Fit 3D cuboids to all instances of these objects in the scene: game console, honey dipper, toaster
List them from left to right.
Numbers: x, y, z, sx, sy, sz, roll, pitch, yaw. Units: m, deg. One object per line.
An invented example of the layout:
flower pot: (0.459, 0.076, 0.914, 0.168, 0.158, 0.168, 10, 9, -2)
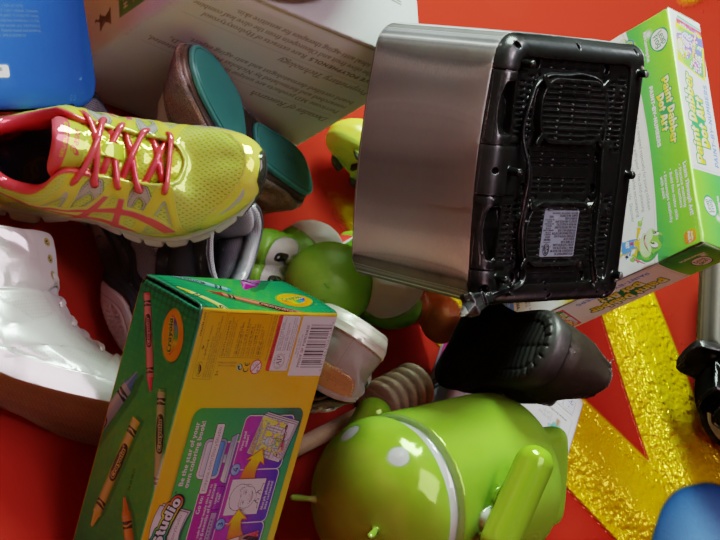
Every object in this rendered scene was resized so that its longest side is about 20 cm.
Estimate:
game console: (-0.284, -0.174, 1.563, 0.200, 0.118, 0.171, -6, 86, -46)
honey dipper: (-0.022, 0.112, 1.709, 0.200, 0.038, 0.038, -26, 88, -47)
toaster: (0.091, -0.070, 1.664, 0.200, 0.118, 0.181, -3, 101, -53)

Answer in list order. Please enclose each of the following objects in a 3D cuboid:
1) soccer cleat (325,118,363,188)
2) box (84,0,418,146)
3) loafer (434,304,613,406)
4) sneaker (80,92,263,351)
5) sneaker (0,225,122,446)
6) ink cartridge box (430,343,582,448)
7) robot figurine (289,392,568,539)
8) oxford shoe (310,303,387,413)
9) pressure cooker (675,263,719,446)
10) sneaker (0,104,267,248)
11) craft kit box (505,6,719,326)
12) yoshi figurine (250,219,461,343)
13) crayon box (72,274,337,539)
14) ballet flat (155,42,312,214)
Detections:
soccer cleat: (0.065, -0.078, 1.854, 0.200, 0.065, 0.084, 22, 76, -20)
box: (-0.087, -0.216, 1.718, 0.200, 0.171, 0.200, 19, 56, -37)
loafer: (0.111, 0.066, 1.716, 0.071, 0.200, 0.073, 29, 85, -17)
sneaker: (-0.129, -0.044, 1.617, 0.075, 0.114, 0.201, -10, 77, -59)
sneaker: (-0.186, 0.035, 1.551, 0.200, 0.074, 0.116, 26, 55, -33)
ink cartridge box: (0.090, 0.137, 1.805, 0.119, 0.042, 0.200, 41, 42, -20)
robot figurine: (0.051, 0.145, 1.643, 0.200, 0.175, 0.116, -9, 109, -43)
oxford shoe: (-0.028, 0.066, 1.636, 0.075, 0.200, 0.058, 30, 79, -4)
pressure cooker: (0.359, 0.070, 2.020, 0.179, 0.175, 0.200, 55, 35, -46)
sneaker: (-0.157, -0.064, 1.537, 0.090, 0.199, 0.078, 53, 38, -68)
craft kit box: (0.183, -0.070, 1.897, 0.048, 0.197, 0.201, 18, 57, -39)
yoshi figurine: (0.007, 0.012, 1.741, 0.200, 0.112, 0.113, 4, 72, -42)
crayon box: (-0.097, 0.107, 1.525, 0.119, 0.058, 0.201, 4, 107, -47)
ballet flat: (-0.099, -0.085, 1.675, 0.200, 0.067, 0.068, 48, 30, -55)
